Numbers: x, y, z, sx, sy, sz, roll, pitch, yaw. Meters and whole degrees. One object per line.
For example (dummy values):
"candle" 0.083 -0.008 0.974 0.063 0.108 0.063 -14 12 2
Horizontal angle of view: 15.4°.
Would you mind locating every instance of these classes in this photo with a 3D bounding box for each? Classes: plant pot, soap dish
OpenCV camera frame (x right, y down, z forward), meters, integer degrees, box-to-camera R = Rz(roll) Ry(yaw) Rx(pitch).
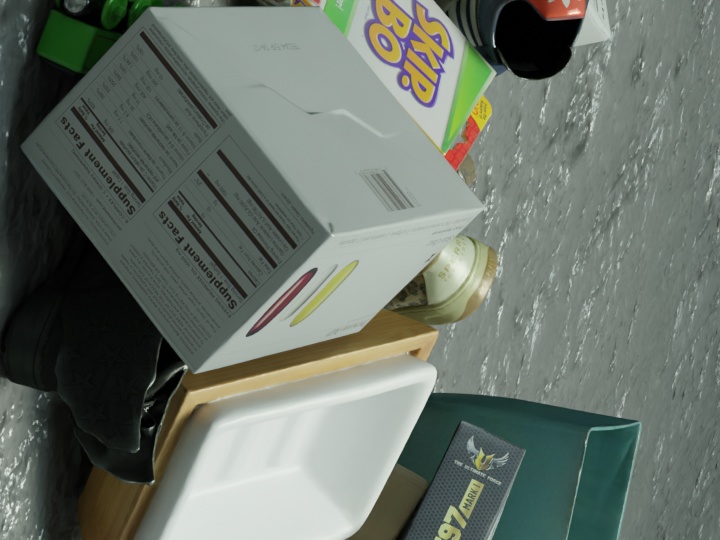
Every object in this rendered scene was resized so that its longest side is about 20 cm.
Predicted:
"plant pot" 0.074 0.156 1.884 0.141 0.199 0.142 3 99 -69
"soap dish" -0.062 0.098 1.536 0.199 0.081 0.158 -12 139 -44

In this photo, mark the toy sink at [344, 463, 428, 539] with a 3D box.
"toy sink" -0.053 0.209 1.660 0.200 0.112 0.131 -51 167 -50

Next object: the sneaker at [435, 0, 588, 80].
"sneaker" 0.094 -0.147 1.660 0.200 0.074 0.085 115 -34 -68

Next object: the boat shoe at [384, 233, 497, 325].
"boat shoe" 0.000 0.000 1.659 0.063 0.199 0.074 35 60 -31

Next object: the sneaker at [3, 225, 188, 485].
"sneaker" -0.119 0.020 1.434 0.060 0.104 0.200 79 32 -47

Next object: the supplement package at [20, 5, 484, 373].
"supplement package" -0.053 -0.048 1.419 0.111 0.156 0.200 -44 167 23

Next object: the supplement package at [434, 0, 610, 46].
"supplement package" 0.083 -0.226 1.752 0.200 0.116 0.118 43 38 -67

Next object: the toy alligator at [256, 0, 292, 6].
"toy alligator" -0.020 -0.229 1.550 0.059 0.054 0.201 34 45 -23

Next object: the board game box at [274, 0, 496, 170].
"board game box" 0.006 -0.149 1.589 0.200 0.030 0.096 49 41 -15

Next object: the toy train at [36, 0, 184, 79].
"toy train" -0.117 -0.122 1.451 0.057 0.042 0.200 -68 160 5

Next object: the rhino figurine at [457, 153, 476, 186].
"rhino figurine" 0.001 -0.003 1.768 0.060 0.087 0.201 48 54 -32

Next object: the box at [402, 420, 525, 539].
"box" 0.041 0.205 1.686 0.200 0.051 0.158 103 13 -64
